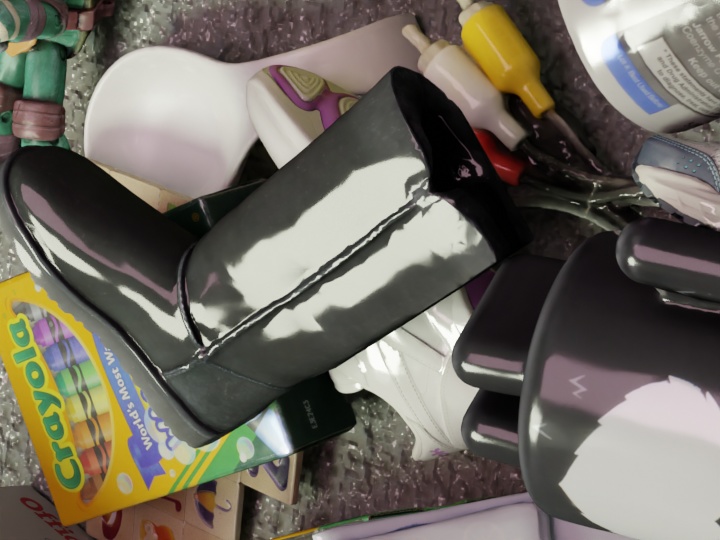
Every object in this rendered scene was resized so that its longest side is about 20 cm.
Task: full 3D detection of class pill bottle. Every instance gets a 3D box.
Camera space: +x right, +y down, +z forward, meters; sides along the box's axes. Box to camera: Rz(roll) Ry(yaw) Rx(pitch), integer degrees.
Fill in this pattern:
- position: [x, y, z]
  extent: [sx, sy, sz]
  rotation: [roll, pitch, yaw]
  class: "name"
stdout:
- position: [0.188, -0.139, 1.203]
  extent: [0.200, 0.114, 0.114]
  rotation: [-21, 79, 35]
  class: "pill bottle"

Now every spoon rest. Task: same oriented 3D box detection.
- position: [-0.061, -0.075, 1.425]
  extent: [0.200, 0.061, 0.100]
  rotation: [-21, 82, 35]
  class: "spoon rest"

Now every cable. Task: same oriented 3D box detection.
- position: [0.088, -0.040, 1.319]
  extent: [0.200, 0.050, 0.097]
  rotation: [42, 117, 30]
  class: "cable"

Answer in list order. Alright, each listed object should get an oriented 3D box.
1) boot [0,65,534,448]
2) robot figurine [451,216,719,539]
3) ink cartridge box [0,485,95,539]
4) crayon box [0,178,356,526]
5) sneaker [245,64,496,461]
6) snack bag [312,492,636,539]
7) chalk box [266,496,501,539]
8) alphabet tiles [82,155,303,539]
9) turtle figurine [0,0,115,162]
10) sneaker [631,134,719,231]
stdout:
- position: [-0.045, -0.028, 1.275]
  extent: [0.165, 0.066, 0.200]
  rotation: [48, 130, -10]
  class: "boot"
- position: [0.139, 0.054, 1.192]
  extent: [0.200, 0.150, 0.125]
  rotation: [13, 85, 22]
  class: "robot figurine"
- position: [-0.198, 0.180, 1.450]
  extent: [0.145, 0.200, 0.084]
  rotation: [36, 110, 30]
  class: "ink cartridge box"
- position: [-0.106, 0.046, 1.429]
  extent: [0.200, 0.052, 0.126]
  rotation: [-21, 89, 42]
  class: "crayon box"
- position: [0.000, 0.000, 1.343]
  extent: [0.100, 0.075, 0.200]
  rotation: [-37, 89, 28]
  class: "sneaker"
- position: [0.092, 0.184, 1.257]
  extent: [0.021, 0.200, 0.189]
  rotation: [136, 122, -77]
  class: "snack bag"
- position: [0.011, 0.175, 1.341]
  extent: [0.200, 0.124, 0.125]
  rotation: [-16, 81, 35]
  class: "chalk box"
- position: [-0.092, 0.058, 1.460]
  extent: [0.167, 0.008, 0.200]
  rotation: [21, 116, 34]
  class: "alphabet tiles"
- position: [-0.174, -0.134, 1.481]
  extent: [0.150, 0.100, 0.200]
  rotation: [-128, 39, -63]
  class: "turtle figurine"
- position: [0.207, -0.038, 1.197]
  extent: [0.200, 0.078, 0.087]
  rotation: [14, 87, 29]
  class: "sneaker"
